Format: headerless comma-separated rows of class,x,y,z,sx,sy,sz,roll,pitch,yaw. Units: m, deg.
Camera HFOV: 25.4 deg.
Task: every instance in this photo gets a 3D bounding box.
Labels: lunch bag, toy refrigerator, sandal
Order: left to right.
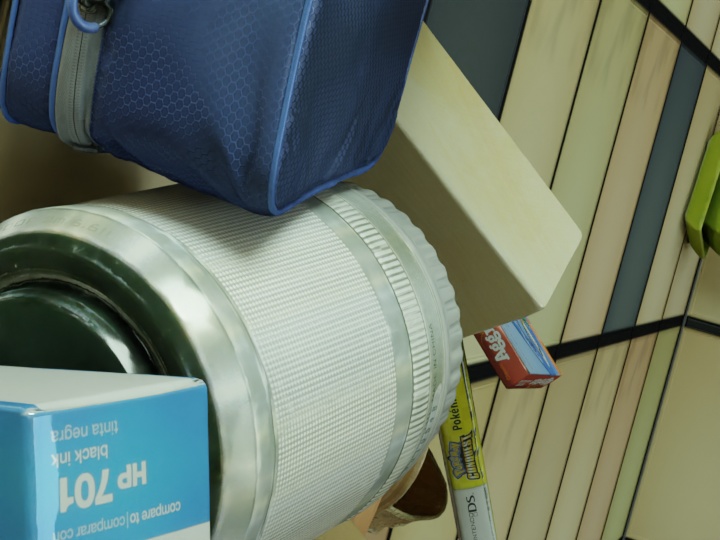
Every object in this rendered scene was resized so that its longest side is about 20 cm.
lunch bag,-0.058,-0.108,0.623,0.200,0.132,0.136,-31,138,-71
toy refrigerator,0.019,-0.065,0.796,0.200,0.076,0.070,51,45,-17
sandal,0.026,0.142,1.033,0.212,0.069,0.078,130,-21,-68

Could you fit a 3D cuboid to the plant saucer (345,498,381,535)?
plant saucer,-0.006,0.104,0.972,0.200,0.032,0.201,-161,-90,-81

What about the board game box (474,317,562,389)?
board game box,0.056,-0.017,0.982,0.019,0.200,0.103,-34,167,14

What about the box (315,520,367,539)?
box,-0.047,0.147,0.788,0.200,0.021,0.164,52,23,-23

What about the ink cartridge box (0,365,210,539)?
ink cartridge box,-0.126,0.134,0.519,0.086,0.146,0.201,-3,93,-57

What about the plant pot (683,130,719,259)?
plant pot,0.607,-0.100,2.457,0.199,0.181,0.201,45,62,-70

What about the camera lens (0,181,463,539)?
camera lens,-0.065,0.044,0.652,0.200,0.160,0.161,-17,122,-58

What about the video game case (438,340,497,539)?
video game case,0.055,0.060,1.058,0.200,0.025,0.181,-97,176,-63
